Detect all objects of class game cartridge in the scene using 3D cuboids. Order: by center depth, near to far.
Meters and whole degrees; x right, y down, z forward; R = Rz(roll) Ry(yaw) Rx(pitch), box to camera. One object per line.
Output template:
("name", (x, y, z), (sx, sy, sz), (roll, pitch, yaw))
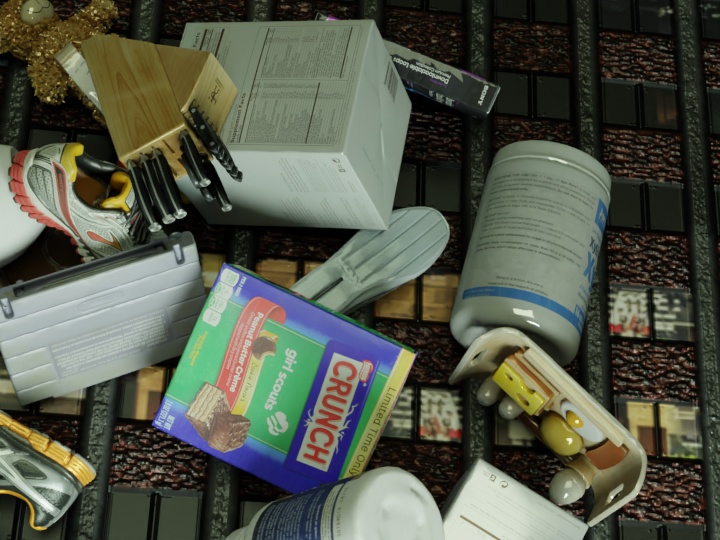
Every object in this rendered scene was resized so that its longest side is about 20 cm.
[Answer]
("game cartridge", (-0.243, 0.046, 1.228), (0.199, 0.130, 0.038), (-18, 44, -14))

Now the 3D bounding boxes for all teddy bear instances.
("teddy bear", (-0.296, -0.228, 1.364), (0.145, 0.067, 0.200), (-37, 77, -22))

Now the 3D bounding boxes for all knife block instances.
("knife block", (-0.194, -0.117, 1.179), (0.199, 0.064, 0.176), (14, 69, 27))

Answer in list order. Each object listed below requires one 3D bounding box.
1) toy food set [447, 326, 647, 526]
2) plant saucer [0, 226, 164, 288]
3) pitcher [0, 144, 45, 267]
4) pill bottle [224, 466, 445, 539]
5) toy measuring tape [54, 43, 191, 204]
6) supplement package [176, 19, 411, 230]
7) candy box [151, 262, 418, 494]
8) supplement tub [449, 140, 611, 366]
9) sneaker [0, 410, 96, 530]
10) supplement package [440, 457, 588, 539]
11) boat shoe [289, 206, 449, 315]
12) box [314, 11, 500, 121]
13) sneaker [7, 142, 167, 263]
("toy food set", (0.171, 0.150, 1.228), (0.200, 0.144, 0.060), (44, 69, 10))
("plant saucer", (-0.289, -0.021, 1.299), (0.199, 0.032, 0.202), (2, 67, -5))
("pitcher", (-0.408, -0.054, 1.200), (0.199, 0.172, 0.122), (-23, 59, -1))
("pill bottle", (-0.032, 0.245, 1.128), (0.111, 0.199, 0.112), (24, 55, -39))
("toy measuring tape", (-0.237, -0.145, 1.315), (0.200, 0.073, 0.074), (49, 67, -18))
("supplement package", (-0.073, -0.142, 1.277), (0.198, 0.152, 0.152), (3, 65, 20))
("candy box", (-0.069, 0.110, 1.218), (0.199, 0.077, 0.170), (25, 93, 3))
("supplement tub", (0.172, -0.014, 1.302), (0.131, 0.132, 0.201), (17, 67, 0))
("sneaker", (-0.346, 0.165, 1.193), (0.199, 0.078, 0.078), (28, 76, 6))
("supplement package", (0.098, 0.295, 1.170), (0.119, 0.121, 0.201), (31, 68, 5))
("boat shoe", (0.000, 0.000, 1.310), (0.199, 0.062, 0.072), (-30, 84, -17))
("box", (0.048, -0.211, 1.364), (0.199, 0.143, 0.036), (22, 95, 3))
("sneaker", (-0.234, -0.048, 1.216), (0.082, 0.200, 0.078), (-15, 53, 31))
